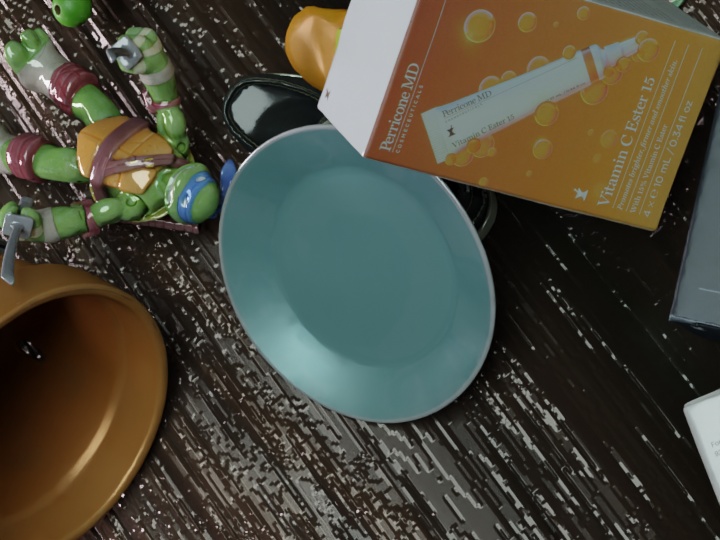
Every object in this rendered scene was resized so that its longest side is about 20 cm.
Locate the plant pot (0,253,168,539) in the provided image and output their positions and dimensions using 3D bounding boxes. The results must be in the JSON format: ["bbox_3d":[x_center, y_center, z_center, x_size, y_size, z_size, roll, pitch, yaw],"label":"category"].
[{"bbox_3d":[-0.243,0.072,1.581,0.140,0.200,0.201,31,94,37],"label":"plant pot"}]

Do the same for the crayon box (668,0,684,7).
[{"bbox_3d":[0.201,-0.272,1.530,0.127,0.051,0.201,38,97,20],"label":"crayon box"}]

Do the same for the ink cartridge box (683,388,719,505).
[{"bbox_3d":[0.268,0.158,1.396,0.084,0.145,0.201,-23,76,15],"label":"ink cartridge box"}]

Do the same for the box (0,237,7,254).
[{"bbox_3d":[-0.349,0.033,1.689,0.157,0.050,0.201,29,93,21],"label":"box"}]

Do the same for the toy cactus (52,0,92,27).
[{"bbox_3d":[-0.196,-0.257,1.649,0.164,0.103,0.201,-24,48,-4],"label":"toy cactus"}]

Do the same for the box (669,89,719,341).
[{"bbox_3d":[0.281,-0.047,1.440,0.147,0.107,0.202,13,86,21],"label":"box"}]

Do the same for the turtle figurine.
[{"bbox_3d":[-0.189,-0.094,1.580,0.193,0.199,0.145,25,113,41],"label":"turtle figurine"}]

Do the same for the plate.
[{"bbox_3d":[0.000,0.000,1.544,0.199,0.026,0.202,13,118,26],"label":"plate"}]

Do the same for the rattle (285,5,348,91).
[{"bbox_3d":[0.068,-0.162,1.553,0.200,0.143,0.131,-39,96,-9],"label":"rattle"}]

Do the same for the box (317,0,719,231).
[{"bbox_3d":[0.094,-0.116,1.451,0.098,0.199,0.125,-129,55,-62],"label":"box"}]

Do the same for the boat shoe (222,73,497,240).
[{"bbox_3d":[-0.007,-0.078,1.572,0.199,0.068,0.072,28,94,23],"label":"boat shoe"}]
